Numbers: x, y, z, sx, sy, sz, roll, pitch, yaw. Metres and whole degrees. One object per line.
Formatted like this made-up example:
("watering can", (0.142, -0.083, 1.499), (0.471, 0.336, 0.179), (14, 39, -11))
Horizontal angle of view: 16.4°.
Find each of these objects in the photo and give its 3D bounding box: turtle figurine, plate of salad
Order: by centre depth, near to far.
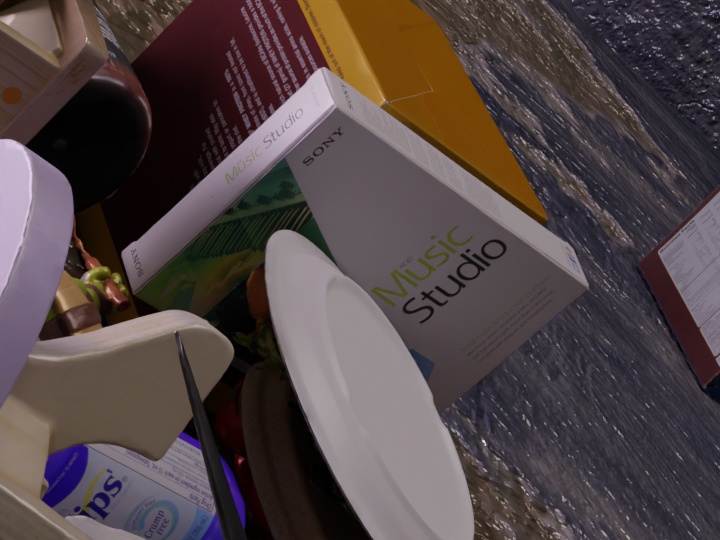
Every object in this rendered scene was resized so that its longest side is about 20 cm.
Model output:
("plate of salad", (-0.001, 0.075, 1.159), (0.200, 0.048, 0.200), (58, 14, -23))
("turtle figurine", (-0.137, 0.034, 1.164), (0.162, 0.064, 0.200), (58, 2, 6))

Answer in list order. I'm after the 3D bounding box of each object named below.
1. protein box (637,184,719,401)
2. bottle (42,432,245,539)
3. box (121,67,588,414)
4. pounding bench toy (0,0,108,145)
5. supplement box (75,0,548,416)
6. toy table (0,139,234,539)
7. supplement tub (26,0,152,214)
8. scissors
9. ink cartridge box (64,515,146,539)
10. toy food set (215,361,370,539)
("protein box", (0.391, 0.051, 2.292), (0.198, 0.135, 0.200), (35, 20, -31))
("bottle", (-0.139, 0.078, 1.027), (0.200, 0.084, 0.065), (34, 21, -39))
("box", (0.000, 0.000, 1.253), (0.200, 0.144, 0.036), (33, 24, -36))
("pounding bench toy", (-0.195, -0.149, 1.105), (0.156, 0.200, 0.124), (34, 21, -35))
("supplement box", (-0.040, -0.048, 1.359), (0.133, 0.200, 0.198), (33, 21, -38))
("toy table", (-0.135, 0.069, 0.868), (0.117, 0.200, 0.184), (38, 7, -35))
("supplement tub", (-0.193, -0.126, 1.340), (0.107, 0.107, 0.200), (27, 24, -47))
("scissors", (-0.033, 0.121, 0.860), (0.073, 0.014, 0.201), (11, 66, -60))
("ink cartridge box", (-0.058, 0.205, 0.923), (0.145, 0.084, 0.200), (29, 25, -45))
("toy food set", (-0.011, 0.138, 1.213), (0.201, 0.049, 0.198), (66, 14, 14))
